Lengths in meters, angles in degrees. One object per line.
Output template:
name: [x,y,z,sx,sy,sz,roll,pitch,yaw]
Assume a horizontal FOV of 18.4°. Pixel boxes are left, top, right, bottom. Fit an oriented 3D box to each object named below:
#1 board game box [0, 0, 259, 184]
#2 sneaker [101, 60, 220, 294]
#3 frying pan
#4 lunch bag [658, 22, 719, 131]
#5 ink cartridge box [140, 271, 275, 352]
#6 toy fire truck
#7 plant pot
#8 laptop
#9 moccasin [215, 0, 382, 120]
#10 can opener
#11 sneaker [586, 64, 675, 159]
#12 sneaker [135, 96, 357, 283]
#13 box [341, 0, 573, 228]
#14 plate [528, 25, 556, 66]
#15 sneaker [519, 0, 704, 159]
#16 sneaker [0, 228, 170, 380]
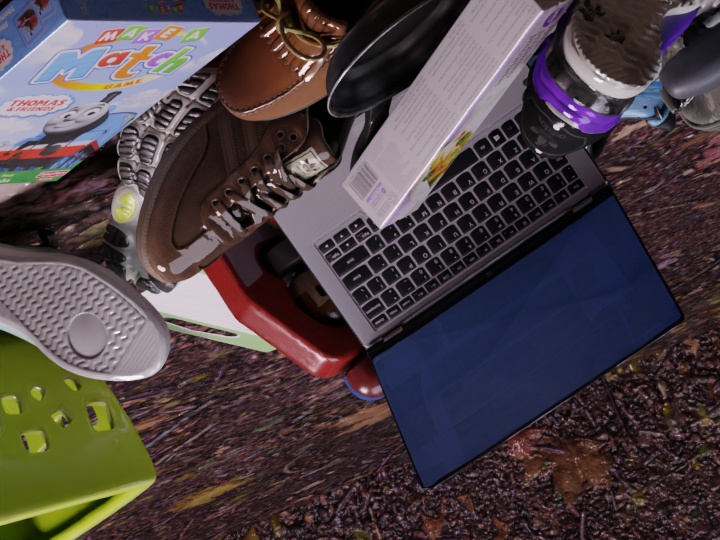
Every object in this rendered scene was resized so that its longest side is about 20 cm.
board game box: [-0.176,-0.107,1.270,0.200,0.037,0.151,-34,163,37]
sneaker: [-0.119,-0.074,1.452,0.200,0.077,0.085,-59,-173,45]
frying pan: [0.027,-0.120,1.279,0.115,0.031,0.190,-36,168,-4]
lunch bag: [0.317,-0.181,1.552,0.199,0.140,0.168,-17,158,-28]
ink cartridge box: [-0.088,0.012,1.629,0.145,0.048,0.200,15,166,-23]
toy fire truck: [0.000,0.000,1.472,0.199,0.168,0.112,-20,157,-40]
plant pot: [-0.304,0.128,1.681,0.198,0.182,0.200,-12,163,-41]
laptop: [0.060,-0.012,1.338,0.187,0.201,0.116,-34,-173,10]
moccasin: [-0.015,-0.154,1.269,0.201,0.074,0.078,-32,162,34]
can opener: [0.165,-0.120,1.431,0.199,0.067,0.053,-33,152,-1]
sneaker: [0.228,-0.150,1.670,0.199,0.090,0.078,-33,164,25]
sneaker: [-0.057,-0.071,1.346,0.200,0.075,0.070,-54,133,-7]
box: [0.054,-0.102,1.274,0.039,0.041,0.200,-30,162,-45]
plate: [0.148,-0.172,1.414,0.199,0.026,0.200,-23,169,-5]
sneaker: [0.136,-0.127,1.282,0.100,0.069,0.200,-54,178,36]
sneaker: [-0.190,0.020,1.517,0.199,0.074,0.118,20,-170,27]
